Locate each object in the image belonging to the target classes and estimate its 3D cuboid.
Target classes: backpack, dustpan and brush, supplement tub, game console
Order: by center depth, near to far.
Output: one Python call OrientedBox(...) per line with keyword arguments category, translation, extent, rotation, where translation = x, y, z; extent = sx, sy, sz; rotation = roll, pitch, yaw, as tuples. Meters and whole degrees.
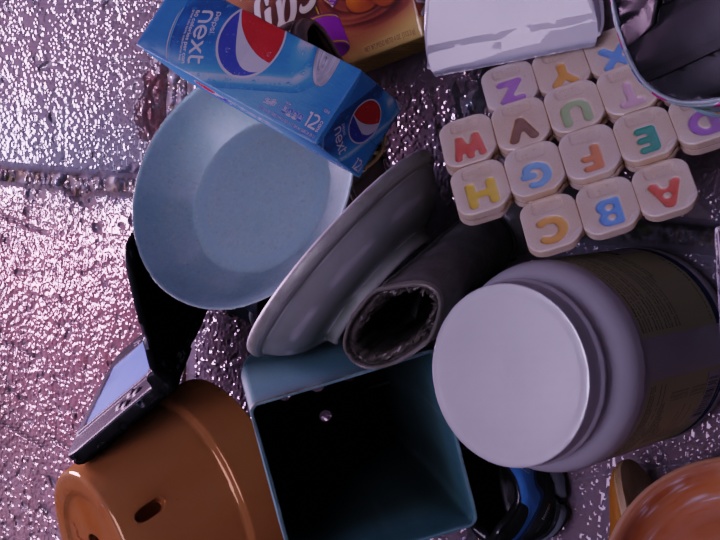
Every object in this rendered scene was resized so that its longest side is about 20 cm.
OrientedBox(category="backpack", translation=(0.268, -0.190, 1.124), extent=(0.200, 0.150, 0.178), rotation=(-17, 79, 30))
OrientedBox(category="supplement tub", translation=(0.156, 0.061, 1.202), extent=(0.145, 0.200, 0.145), rotation=(4, 97, 37))
OrientedBox(category="dustpan and brush", translation=(0.107, -0.255, 1.304), extent=(0.139, 0.057, 0.200), rotation=(-9, 90, 19))
OrientedBox(category="game console", translation=(-0.197, 0.037, 1.452), extent=(0.176, 0.200, 0.116), rotation=(-39, 104, 19))

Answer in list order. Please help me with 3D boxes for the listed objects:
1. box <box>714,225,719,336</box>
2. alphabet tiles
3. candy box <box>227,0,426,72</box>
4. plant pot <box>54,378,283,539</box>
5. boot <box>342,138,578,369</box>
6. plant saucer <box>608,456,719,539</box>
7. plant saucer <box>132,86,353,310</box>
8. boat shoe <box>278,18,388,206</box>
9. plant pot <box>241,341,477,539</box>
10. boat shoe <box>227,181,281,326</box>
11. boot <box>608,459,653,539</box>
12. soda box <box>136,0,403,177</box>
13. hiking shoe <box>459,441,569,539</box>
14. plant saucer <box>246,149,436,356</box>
OrientedBox(category="box", translation=(0.319, 0.060, 1.078), extent=(0.124, 0.200, 0.197), rotation=(-4, 92, 36))
OrientedBox(category="alphabet tiles", translation=(0.156, -0.097, 1.213), extent=(0.200, 0.015, 0.196), rotation=(-17, 46, 8))
OrientedBox(category="candy box", translation=(-0.026, -0.215, 1.407), extent=(0.200, 0.056, 0.117), rotation=(-16, 87, 36))
OrientedBox(category="plant pot", translation=(-0.165, 0.209, 1.460), extent=(0.200, 0.140, 0.200), rotation=(33, 134, 42))
OrientedBox(category="boot", translation=(0.087, -0.020, 1.245), extent=(0.073, 0.200, 0.182), rotation=(48, 123, 11))
OrientedBox(category="plant saucer", translation=(0.263, 0.224, 1.176), extent=(0.200, 0.200, 0.037), rotation=(44, 163, 26))
OrientedBox(category="plant saucer", translation=(-0.083, -0.061, 1.318), extent=(0.201, 0.039, 0.201), rotation=(-10, 68, 27))
OrientedBox(category="boat shoe", translation=(-0.016, -0.106, 1.368), extent=(0.059, 0.072, 0.200), rotation=(-17, 108, 41))
OrientedBox(category="plant pot", translation=(-0.017, 0.116, 1.331), extent=(0.200, 0.141, 0.142), rotation=(-131, 26, -71))
OrientedBox(category="boat shoe", translation=(-0.072, -0.010, 1.421), extent=(0.062, 0.075, 0.200), rotation=(41, 144, 8))
OrientedBox(category="boot", translation=(0.171, 0.249, 1.291), extent=(0.144, 0.071, 0.202), rotation=(-15, 89, 37))
OrientedBox(category="soda box", translation=(-0.069, -0.145, 1.275), extent=(0.200, 0.068, 0.064), rotation=(30, 88, 35))
OrientedBox(category="hiking shoe", translation=(0.108, 0.113, 1.316), extent=(0.074, 0.087, 0.200), rotation=(-17, 85, 36))
OrientedBox(category="plant saucer", translation=(0.000, 0.000, 1.277), extent=(0.050, 0.200, 0.200), rotation=(41, 118, 8))
